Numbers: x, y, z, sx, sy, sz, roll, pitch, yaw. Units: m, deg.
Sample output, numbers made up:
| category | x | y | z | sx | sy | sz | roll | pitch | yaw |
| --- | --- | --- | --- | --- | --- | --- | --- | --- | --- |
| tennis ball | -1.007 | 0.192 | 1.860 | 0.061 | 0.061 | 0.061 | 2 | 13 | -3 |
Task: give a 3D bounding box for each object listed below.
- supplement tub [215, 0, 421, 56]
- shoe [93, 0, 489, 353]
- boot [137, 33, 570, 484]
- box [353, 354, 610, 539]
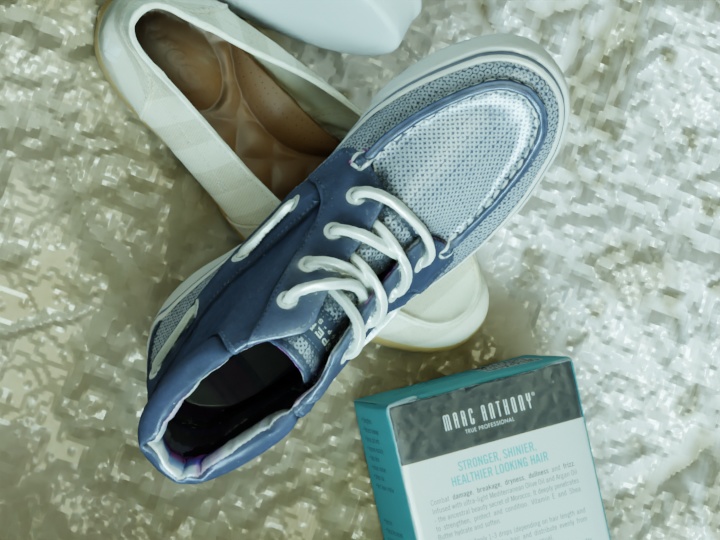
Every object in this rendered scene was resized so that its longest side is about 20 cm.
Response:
| category | x | y | z | sx | sy | sz | roll | pitch | yaw |
| --- | --- | --- | --- | --- | --- | --- | --- | --- | --- |
| supplement tub | 0.000 | -0.197 | 0.780 | 0.140 | 0.140 | 0.200 | 27 | 81 | -15 |
| shoe | -0.024 | -0.038 | 0.814 | 0.200 | 0.053 | 0.070 | 41 | 78 | -13 |
| boot | 0.000 | 0.000 | 0.759 | 0.073 | 0.090 | 0.200 | 42 | 107 | -17 |
| box | 0.061 | 0.140 | 0.840 | 0.082 | 0.049 | 0.200 | -13 | 93 | -18 |
